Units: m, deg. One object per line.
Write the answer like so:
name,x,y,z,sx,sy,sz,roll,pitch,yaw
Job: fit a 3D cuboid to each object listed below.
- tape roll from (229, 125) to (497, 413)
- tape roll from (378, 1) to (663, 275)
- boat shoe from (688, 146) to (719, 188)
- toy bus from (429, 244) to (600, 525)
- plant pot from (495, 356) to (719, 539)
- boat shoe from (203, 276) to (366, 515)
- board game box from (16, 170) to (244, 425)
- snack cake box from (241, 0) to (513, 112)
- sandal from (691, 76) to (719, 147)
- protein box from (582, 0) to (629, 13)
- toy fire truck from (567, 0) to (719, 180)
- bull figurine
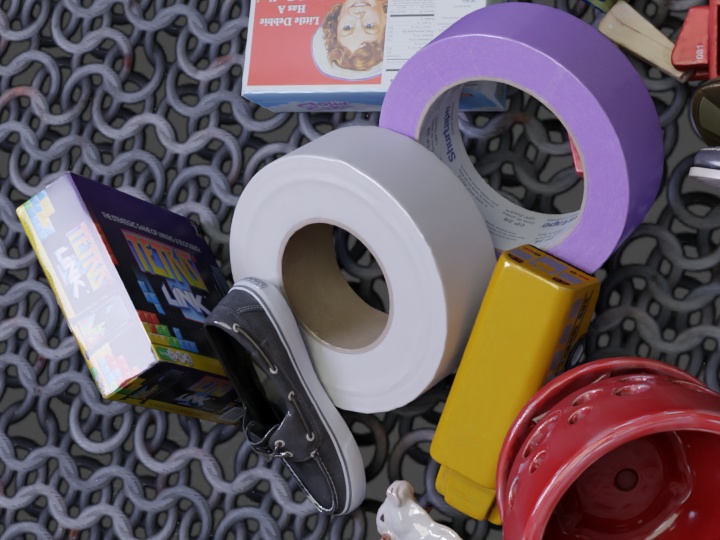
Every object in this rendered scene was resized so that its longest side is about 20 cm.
tape roll,0.000,0.000,1.515,0.201,0.071,0.204,18,122,32
tape roll,0.114,-0.087,1.485,0.199,0.066,0.201,17,125,25
boat shoe,0.326,-0.083,1.422,0.199,0.073,0.063,2,86,17
toy bus,0.105,0.085,1.479,0.065,0.078,0.201,26,110,21
plant pot,0.185,0.158,1.374,0.199,0.183,0.202,-2,107,-7
boat shoe,-0.060,0.104,1.522,0.070,0.066,0.201,5,124,45
board game box,-0.154,0.025,1.556,0.057,0.200,0.166,-33,70,15
snack cake box,0.014,-0.184,1.605,0.199,0.067,0.116,2,82,22
sandal,0.334,-0.106,1.460,0.198,0.082,0.055,2,38,11
protein box,0.149,-0.334,1.544,0.198,0.135,0.201,33,93,25
toy fire truck,0.226,-0.166,1.526,0.140,0.049,0.202,-2,78,22
bull figurine,0.066,0.247,1.487,0.121,0.065,0.202,-17,79,52
